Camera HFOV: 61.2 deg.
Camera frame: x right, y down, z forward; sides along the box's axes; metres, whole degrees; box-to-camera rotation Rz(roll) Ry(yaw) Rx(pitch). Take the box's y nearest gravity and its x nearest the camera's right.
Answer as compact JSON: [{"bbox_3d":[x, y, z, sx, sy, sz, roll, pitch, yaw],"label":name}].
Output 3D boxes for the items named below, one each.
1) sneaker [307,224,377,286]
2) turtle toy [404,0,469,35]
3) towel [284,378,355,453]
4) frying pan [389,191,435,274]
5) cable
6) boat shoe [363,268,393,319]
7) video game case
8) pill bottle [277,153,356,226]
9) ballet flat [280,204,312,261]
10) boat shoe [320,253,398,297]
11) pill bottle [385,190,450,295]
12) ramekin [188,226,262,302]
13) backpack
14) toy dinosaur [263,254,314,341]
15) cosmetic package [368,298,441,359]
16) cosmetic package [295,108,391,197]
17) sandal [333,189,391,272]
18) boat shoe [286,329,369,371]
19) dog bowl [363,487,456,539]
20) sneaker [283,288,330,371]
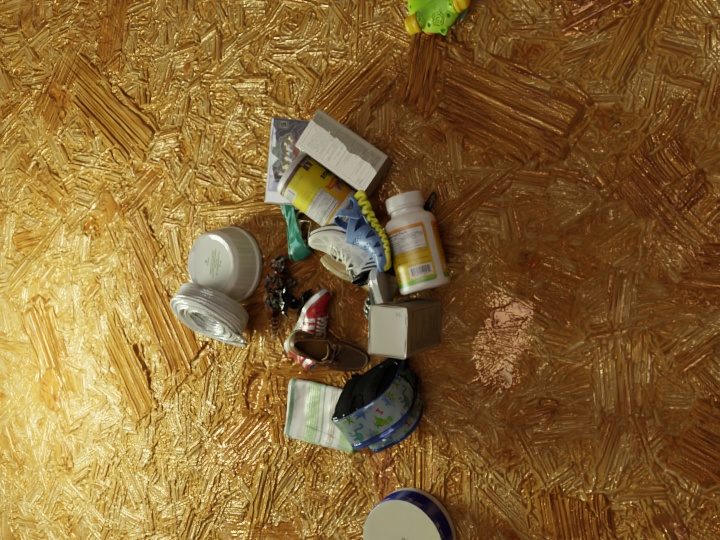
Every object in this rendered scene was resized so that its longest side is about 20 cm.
[{"bbox_3d":[-0.032,-0.032,1.343,0.197,0.076,0.117,6,58,14],"label":"sneaker"},{"bbox_3d":[0.161,-0.593,1.291,0.144,0.101,0.204,-15,83,28],"label":"turtle toy"},{"bbox_3d":[-0.096,0.353,1.480,0.197,0.031,0.152,6,94,28],"label":"towel"},{"bbox_3d":[0.108,-0.082,1.363,0.113,0.031,0.194,8,91,27],"label":"frying pan"},{"bbox_3d":[-0.382,0.108,1.546,0.197,0.201,0.070,8,57,26],"label":"cable"},{"bbox_3d":[0.038,0.083,1.336,0.067,0.072,0.202,-4,129,19],"label":"boat shoe"},{"bbox_3d":[-0.131,-0.255,1.453,0.179,0.023,0.204,5,93,0],"label":"video game case"},{"bbox_3d":[-0.085,-0.167,1.393,0.199,0.109,0.110,37,108,-2],"label":"pill bottle"},{"bbox_3d":[-0.156,-0.125,1.498,0.069,0.067,0.204,-12,84,3],"label":"ballet flat"},{"bbox_3d":[0.000,0.000,1.407,0.198,0.071,0.065,26,98,15],"label":"boat shoe"},{"bbox_3d":[0.114,-0.058,1.285,0.110,0.111,0.204,-16,85,27],"label":"pill bottle"},{"bbox_3d":[-0.361,-0.016,1.586,0.199,0.094,0.206,0,90,29],"label":"ramekin"},{"bbox_3d":[0.043,0.295,1.307,0.182,0.200,0.148,-33,95,23],"label":"backpack"},{"bbox_3d":[-0.195,0.067,1.514,0.134,0.101,0.204,9,113,43],"label":"toy dinosaur"},{"bbox_3d":[0.097,0.117,1.275,0.086,0.199,0.105,4,92,27],"label":"cosmetic package"},{"bbox_3d":[-0.038,-0.266,1.387,0.199,0.073,0.104,37,95,9],"label":"cosmetic package"},{"bbox_3d":[0.005,-0.075,1.293,0.086,0.080,0.202,-22,57,-8],"label":"sandal"},{"bbox_3d":[-0.072,0.191,1.394,0.197,0.068,0.073,17,90,-11],"label":"boat shoe"},{"bbox_3d":[0.107,0.593,1.343,0.197,0.078,0.204,0,90,28],"label":"dog bowl"},{"bbox_3d":[-0.101,0.148,1.457,0.112,0.071,0.202,42,117,26],"label":"sneaker"}]
